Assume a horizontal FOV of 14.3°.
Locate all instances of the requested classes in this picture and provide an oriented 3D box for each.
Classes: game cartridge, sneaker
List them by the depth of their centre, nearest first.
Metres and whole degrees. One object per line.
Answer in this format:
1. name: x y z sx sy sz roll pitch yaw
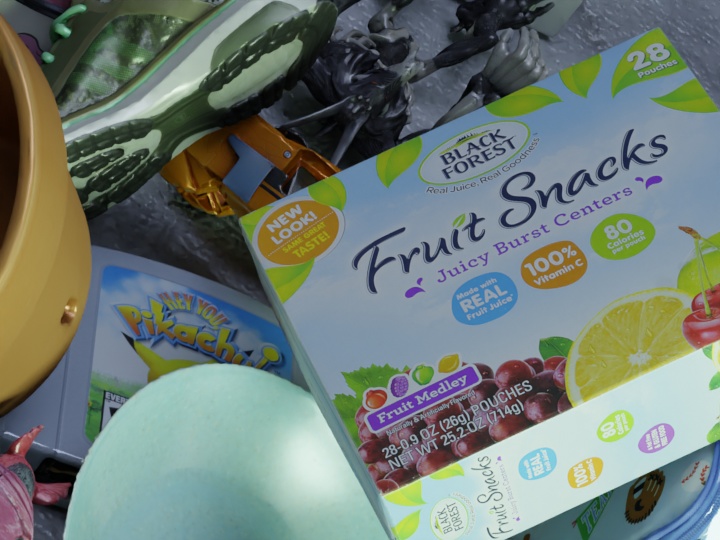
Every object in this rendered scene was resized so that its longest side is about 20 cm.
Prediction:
1. game cartridge: -0.080 0.058 1.255 0.200 0.040 0.133 21 39 -19
2. sneaker: -0.112 -0.087 1.255 0.200 0.077 0.089 -30 66 -11

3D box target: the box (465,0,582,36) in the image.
1. box: 0.111 -0.244 1.551 0.101 0.200 0.113 21 42 -18

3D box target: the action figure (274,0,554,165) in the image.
1. action figure: 0.029 -0.120 1.454 0.119 0.102 0.200 46 38 -7

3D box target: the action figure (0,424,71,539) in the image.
1. action figure: -0.179 0.111 1.055 0.134 0.149 0.200 38 53 10

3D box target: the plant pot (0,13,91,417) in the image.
1. plant pot: -0.193 -0.014 1.120 0.200 0.200 0.140 58 5 23

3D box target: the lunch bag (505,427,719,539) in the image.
1. lunch bag: 0.120 0.094 1.243 0.075 0.200 0.160 28 48 -22

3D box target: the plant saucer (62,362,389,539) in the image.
1. plant saucer: -0.053 0.139 1.161 0.201 0.039 0.201 17 65 -41

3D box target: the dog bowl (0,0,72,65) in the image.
1. dog bowl: -0.159 -0.160 1.345 0.200 0.074 0.200 29 29 -18

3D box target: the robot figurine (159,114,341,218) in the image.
1. robot figurine: 0.000 0.000 1.315 0.200 0.058 0.145 40 -2 9

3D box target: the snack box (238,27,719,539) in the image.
1. snack box: 0.073 0.010 1.169 0.200 0.068 0.169 -23 48 -5
